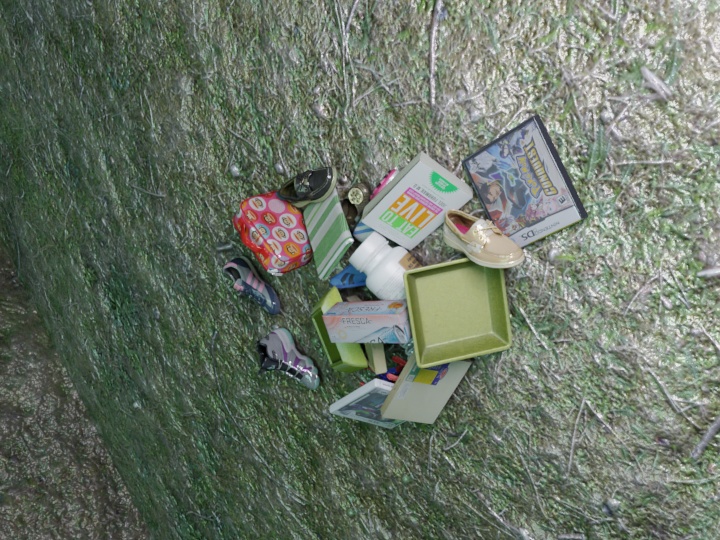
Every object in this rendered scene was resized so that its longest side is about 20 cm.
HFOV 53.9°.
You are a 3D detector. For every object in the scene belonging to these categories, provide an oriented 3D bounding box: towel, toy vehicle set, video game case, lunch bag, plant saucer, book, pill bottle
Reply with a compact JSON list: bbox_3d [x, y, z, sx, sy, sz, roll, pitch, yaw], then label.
[{"bbox_3d":[-0.077,-0.101,1.624,0.153,0.023,0.202,-53,42,41],"label":"towel"},{"bbox_3d":[0.012,0.144,1.623,0.200,0.026,0.126,-139,39,-70],"label":"toy vehicle set"},{"bbox_3d":[0.054,0.312,1.639,0.200,0.180,0.024,-39,40,46],"label":"video game case"},{"bbox_3d":[0.294,-0.151,1.294,0.180,0.025,0.202,-28,87,47],"label":"video game case"},{"bbox_3d":[-0.210,-0.090,1.707,0.201,0.175,0.082,53,135,14],"label":"lunch bag"},{"bbox_3d":[-0.062,0.153,1.691,0.202,0.047,0.200,67,162,6],"label":"plant saucer"},{"bbox_3d":[0.112,-0.135,1.422,0.133,0.048,0.200,31,134,-17],"label":"book"},{"bbox_3d":[0.075,0.016,1.489,0.200,0.114,0.115,44,134,3],"label":"pill bottle"},{"bbox_3d":[0.189,0.073,1.401,0.048,0.197,0.202,-122,21,-75],"label":"plant saucer"}]

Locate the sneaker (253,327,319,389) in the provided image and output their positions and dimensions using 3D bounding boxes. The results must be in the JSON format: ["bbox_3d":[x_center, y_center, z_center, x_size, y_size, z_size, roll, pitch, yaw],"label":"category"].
[{"bbox_3d":[-0.210,0.256,1.882,0.200,0.139,0.078,47,133,20],"label":"sneaker"}]

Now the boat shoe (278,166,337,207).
[{"bbox_3d":[-0.125,-0.193,1.635,0.200,0.065,0.073,-16,68,56],"label":"boat shoe"}]

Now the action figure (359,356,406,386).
[{"bbox_3d":[0.039,0.245,1.644,0.098,0.066,0.200,22,154,2],"label":"action figure"}]

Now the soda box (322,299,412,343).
[{"bbox_3d":[0.020,0.106,1.462,0.198,0.064,0.069,-4,115,37],"label":"soda box"}]

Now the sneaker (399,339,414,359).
[{"bbox_3d":[0.122,0.161,1.572,0.075,0.081,0.201,-34,101,16],"label":"sneaker"}]

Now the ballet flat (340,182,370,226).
[{"bbox_3d":[-0.035,-0.119,1.616,0.068,0.046,0.201,51,136,17],"label":"ballet flat"}]

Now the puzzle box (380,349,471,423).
[{"bbox_3d":[0.140,0.251,1.535,0.026,0.132,0.201,-107,36,-51],"label":"puzzle box"}]

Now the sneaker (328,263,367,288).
[{"bbox_3d":[0.000,0.000,1.628,0.199,0.065,0.080,-11,87,46],"label":"sneaker"}]

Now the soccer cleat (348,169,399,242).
[{"bbox_3d":[0.051,-0.130,1.524,0.086,0.070,0.201,36,132,2],"label":"soccer cleat"}]

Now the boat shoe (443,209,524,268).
[{"bbox_3d":[0.224,-0.064,1.332,0.199,0.073,0.070,28,139,47],"label":"boat shoe"}]

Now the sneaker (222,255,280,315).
[{"bbox_3d":[-0.299,0.051,1.924,0.200,0.082,0.070,48,134,19],"label":"sneaker"}]
